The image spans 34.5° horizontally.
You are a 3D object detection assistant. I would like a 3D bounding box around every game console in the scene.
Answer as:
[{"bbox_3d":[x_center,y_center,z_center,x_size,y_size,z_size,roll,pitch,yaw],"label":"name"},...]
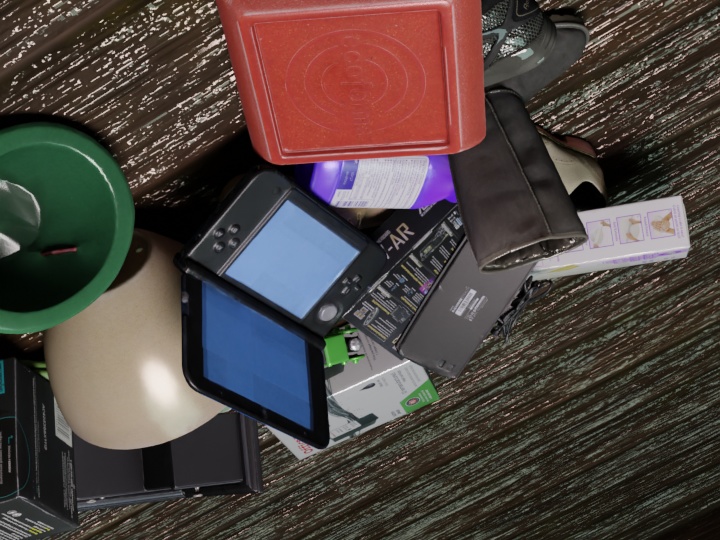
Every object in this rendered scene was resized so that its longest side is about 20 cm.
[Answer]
[{"bbox_3d":[-0.058,0.035,1.013,0.171,0.118,0.200,-49,138,6],"label":"game console"}]

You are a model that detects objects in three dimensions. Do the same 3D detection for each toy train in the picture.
[{"bbox_3d":[-0.056,0.090,1.274,0.056,0.042,0.200,-13,179,-26],"label":"toy train"}]

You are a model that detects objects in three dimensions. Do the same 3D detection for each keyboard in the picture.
[{"bbox_3d":[0.123,0.030,1.211,0.104,0.040,0.200,28,123,-5],"label":"keyboard"}]

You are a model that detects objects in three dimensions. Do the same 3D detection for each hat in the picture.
[{"bbox_3d":[-0.315,-0.041,0.976,0.200,0.176,0.166,-34,118,-26],"label":"hat"}]

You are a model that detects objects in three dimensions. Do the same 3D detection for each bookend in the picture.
[{"bbox_3d":[-0.244,0.218,1.304,0.198,0.092,0.200,0,169,-35],"label":"bookend"}]

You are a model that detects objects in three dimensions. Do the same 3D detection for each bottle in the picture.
[{"bbox_3d":[0.043,-0.097,1.068,0.199,0.065,0.084,-1,142,-20],"label":"bottle"}]

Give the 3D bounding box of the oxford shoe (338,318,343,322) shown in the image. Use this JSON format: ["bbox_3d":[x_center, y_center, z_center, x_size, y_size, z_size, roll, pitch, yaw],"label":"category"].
[{"bbox_3d":[0.000,0.000,1.239,0.200,0.058,0.075,-30,147,-18],"label":"oxford shoe"}]

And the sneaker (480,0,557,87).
[{"bbox_3d":[0.049,-0.186,0.953,0.199,0.076,0.114,-22,133,30],"label":"sneaker"}]

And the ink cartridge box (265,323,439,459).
[{"bbox_3d":[-0.020,0.140,1.419,0.200,0.083,0.147,-24,150,4],"label":"ink cartridge box"}]

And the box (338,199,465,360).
[{"bbox_3d":[0.058,0.005,1.211,0.160,0.044,0.200,-45,155,3],"label":"box"}]

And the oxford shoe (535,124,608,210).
[{"bbox_3d":[0.180,-0.099,1.176,0.200,0.074,0.071,0,143,-35],"label":"oxford shoe"}]

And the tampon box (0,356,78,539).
[{"bbox_3d":[-0.400,0.195,1.145,0.199,0.150,0.126,-15,151,8],"label":"tampon box"}]

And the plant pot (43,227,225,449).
[{"bbox_3d":[-0.205,0.040,1.047,0.200,0.200,0.135,-22,128,-2],"label":"plant pot"}]

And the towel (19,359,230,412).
[{"bbox_3d":[-0.248,0.120,1.233,0.149,0.031,0.200,-8,158,31],"label":"towel"}]

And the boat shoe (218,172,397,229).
[{"bbox_3d":[-0.037,-0.049,1.110,0.200,0.069,0.074,-3,145,-32],"label":"boat shoe"}]

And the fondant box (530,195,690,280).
[{"bbox_3d":[0.249,-0.030,1.253,0.199,0.058,0.144,-10,174,14],"label":"fondant box"}]

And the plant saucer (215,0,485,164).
[{"bbox_3d":[-0.003,-0.153,0.905,0.199,0.037,0.200,-4,141,5],"label":"plant saucer"}]

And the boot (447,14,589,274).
[{"bbox_3d":[0.150,-0.111,1.006,0.181,0.200,0.073,-24,150,2],"label":"boot"}]
